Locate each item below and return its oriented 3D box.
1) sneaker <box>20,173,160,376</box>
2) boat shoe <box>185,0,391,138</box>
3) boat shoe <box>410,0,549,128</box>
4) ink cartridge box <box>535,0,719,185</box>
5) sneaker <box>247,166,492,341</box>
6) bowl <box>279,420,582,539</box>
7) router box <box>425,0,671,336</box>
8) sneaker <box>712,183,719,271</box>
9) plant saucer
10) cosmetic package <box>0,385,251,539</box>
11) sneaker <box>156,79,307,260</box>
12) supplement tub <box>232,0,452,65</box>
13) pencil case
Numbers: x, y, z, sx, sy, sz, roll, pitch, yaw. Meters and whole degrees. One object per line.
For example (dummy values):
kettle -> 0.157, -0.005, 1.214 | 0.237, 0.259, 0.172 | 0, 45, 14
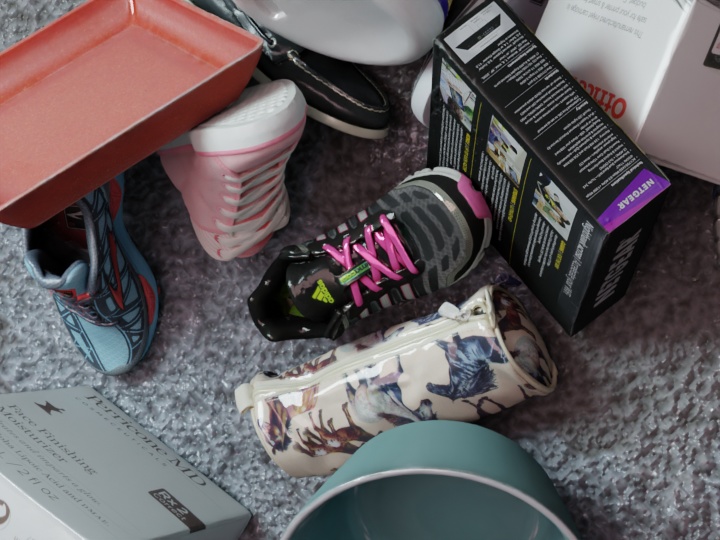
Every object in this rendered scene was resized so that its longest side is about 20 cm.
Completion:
sneaker -> -0.197, -0.003, 1.204 | 0.079, 0.096, 0.200 | -1, 122, 18
boat shoe -> -0.047, -0.165, 1.183 | 0.199, 0.074, 0.066 | 43, 117, 26
boat shoe -> 0.091, -0.181, 1.135 | 0.057, 0.069, 0.200 | 45, 105, 36
ink cartridge box -> 0.189, -0.167, 1.044 | 0.146, 0.084, 0.200 | 40, 111, 60
sneaker -> 0.000, 0.000, 1.122 | 0.200, 0.087, 0.074 | -26, 95, 46
bowl -> 0.051, 0.172, 1.103 | 0.200, 0.105, 0.201 | 5, 122, 7
router box -> 0.104, -0.056, 1.054 | 0.051, 0.200, 0.149 | -37, 75, -11
sneaker -> 0.266, -0.083, 1.057 | 0.087, 0.075, 0.200 | 21, 103, 7
plant saucer -> -0.179, -0.104, 1.125 | 0.200, 0.037, 0.200 | -35, 35, -17
cosmetic package -> -0.213, 0.192, 1.184 | 0.165, 0.200, 0.165 | 36, 104, 19
sneaker -> -0.070, -0.061, 1.148 | 0.075, 0.200, 0.105 | -29, 102, -20
supplement tub -> 0.009, -0.244, 1.098 | 0.145, 0.145, 0.200 | 13, 74, 22
pencil case -> 0.021, 0.071, 1.148 | 0.200, 0.078, 0.089 | -22, 125, 21
